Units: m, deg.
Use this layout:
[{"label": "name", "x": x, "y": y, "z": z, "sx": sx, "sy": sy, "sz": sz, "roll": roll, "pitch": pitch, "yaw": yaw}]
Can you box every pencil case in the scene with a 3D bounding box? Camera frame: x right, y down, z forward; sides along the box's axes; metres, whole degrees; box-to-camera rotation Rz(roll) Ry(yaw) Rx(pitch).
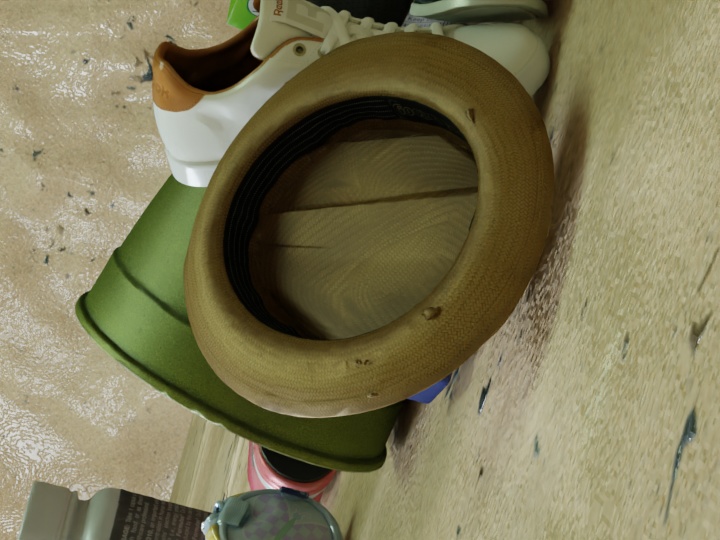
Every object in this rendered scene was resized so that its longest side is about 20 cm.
[{"label": "pencil case", "x": -0.075, "y": 0.227, "z": 1.319, "sx": 0.083, "sy": 0.090, "sz": 0.201, "roll": -83, "pitch": 9, "yaw": -48}]

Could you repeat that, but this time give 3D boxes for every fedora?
[{"label": "fedora", "x": 0.013, "y": -0.012, "z": 0.953, "sx": 0.199, "sy": 0.082, "sz": 0.202, "roll": -16, "pitch": 59, "yaw": 29}]

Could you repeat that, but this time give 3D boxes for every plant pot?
[{"label": "plant pot", "x": -0.031, "y": -0.020, "z": 1.176, "sx": 0.194, "sy": 0.199, "sz": 0.200, "roll": -62, "pitch": 9, "yaw": 9}]

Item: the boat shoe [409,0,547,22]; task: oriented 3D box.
[{"label": "boat shoe", "x": 0.066, "y": -0.164, "z": 1.105, "sx": 0.200, "sy": 0.074, "sz": 0.062, "roll": -61, "pitch": -24, "yaw": -81}]

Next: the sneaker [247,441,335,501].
[{"label": "sneaker", "x": -0.057, "y": 0.117, "z": 1.487, "sx": 0.201, "sy": 0.073, "sz": 0.087, "roll": -86, "pitch": 12, "yaw": -59}]

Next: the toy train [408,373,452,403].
[{"label": "toy train", "x": 0.013, "y": -0.043, "z": 1.068, "sx": 0.085, "sy": 0.115, "sz": 0.202, "roll": 125, "pitch": 159, "yaw": -70}]

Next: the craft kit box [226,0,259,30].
[{"label": "craft kit box", "x": -0.020, "y": -0.268, "z": 1.227, "sx": 0.201, "sy": 0.048, "sz": 0.198, "roll": -85, "pitch": 15, "yaw": -52}]

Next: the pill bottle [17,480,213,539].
[{"label": "pill bottle", "x": -0.151, "y": 0.221, "z": 1.491, "sx": 0.113, "sy": 0.198, "sz": 0.114, "roll": -164, "pitch": 90, "yaw": -83}]

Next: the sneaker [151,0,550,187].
[{"label": "sneaker", "x": -0.007, "y": -0.100, "z": 1.016, "sx": 0.073, "sy": 0.198, "sz": 0.085, "roll": -99, "pitch": -6, "yaw": -55}]

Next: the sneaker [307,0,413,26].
[{"label": "sneaker", "x": -0.007, "y": -0.180, "z": 1.093, "sx": 0.116, "sy": 0.075, "sz": 0.201, "roll": -82, "pitch": -6, "yaw": -52}]

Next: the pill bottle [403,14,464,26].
[{"label": "pill bottle", "x": 0.034, "y": -0.225, "z": 1.307, "sx": 0.201, "sy": 0.113, "sz": 0.115, "roll": 113, "pitch": 169, "yaw": -49}]
